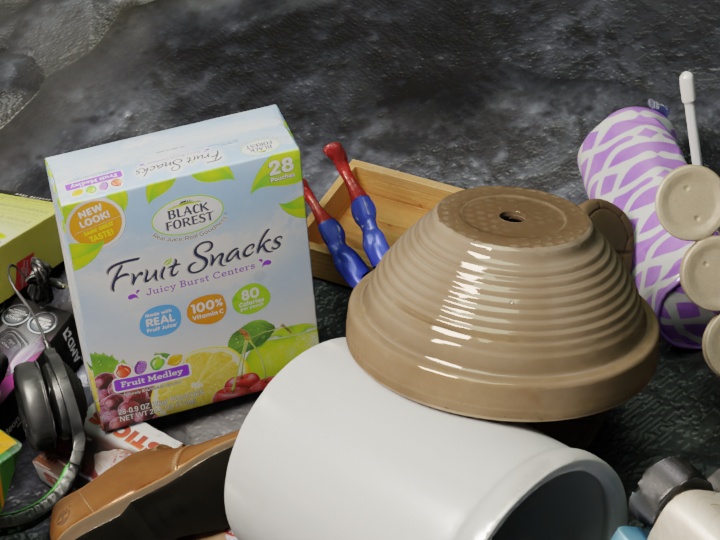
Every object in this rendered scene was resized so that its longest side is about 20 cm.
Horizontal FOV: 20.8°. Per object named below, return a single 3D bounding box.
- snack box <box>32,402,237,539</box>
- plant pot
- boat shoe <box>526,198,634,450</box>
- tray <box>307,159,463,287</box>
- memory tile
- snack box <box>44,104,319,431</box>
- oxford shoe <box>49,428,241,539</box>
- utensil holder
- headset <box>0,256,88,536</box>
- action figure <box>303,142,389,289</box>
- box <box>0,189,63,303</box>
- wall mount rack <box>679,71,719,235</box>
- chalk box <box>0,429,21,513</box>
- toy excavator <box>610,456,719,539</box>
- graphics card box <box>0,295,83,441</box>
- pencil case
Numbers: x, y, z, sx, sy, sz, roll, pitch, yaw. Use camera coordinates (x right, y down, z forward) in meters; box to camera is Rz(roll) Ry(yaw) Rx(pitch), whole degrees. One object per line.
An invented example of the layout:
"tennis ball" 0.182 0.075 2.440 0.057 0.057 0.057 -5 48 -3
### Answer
"snack box" -0.135 0.155 1.359 0.199 0.024 0.072 24 54 33
"plant pot" 0.092 0.007 1.233 0.199 0.093 0.201 4 24 -2
"boat shoe" 0.139 0.051 1.368 0.076 0.071 0.201 -26 39 58
"tray" 0.056 -0.018 1.478 0.199 0.037 0.099 17 52 27
"memory tile" 0.290 0.009 1.300 0.152 0.202 0.017 -20 5 -2
"snack box" -0.120 0.000 1.368 0.167 0.201 0.068 -15 37 -12
"oxford shoe" -0.117 0.136 1.307 0.199 0.072 0.071 -22 39 -6
"utensil holder" 0.038 0.150 1.218 0.199 0.171 0.170 29 58 37
"headset" -0.248 0.088 1.378 0.122 0.094 0.202 12 70 -5
"action figure" 0.000 0.000 1.402 0.065 0.099 0.201 -35 71 14
"box" -0.288 -0.011 1.479 0.075 0.051 0.200 9 18 13
"wall mount rack" 0.280 -0.073 1.375 0.174 0.075 0.200 45 32 1
"chalk box" -0.323 0.180 1.274 0.124 0.201 0.124 32 31 15
"toy excavator" 0.170 0.220 1.170 0.194 0.201 0.100 11 23 -43
"graphics card box" -0.306 0.100 1.440 0.125 0.051 0.200 14 50 27
"pencil case" 0.221 -0.033 1.424 0.084 0.085 0.201 -43 38 24
